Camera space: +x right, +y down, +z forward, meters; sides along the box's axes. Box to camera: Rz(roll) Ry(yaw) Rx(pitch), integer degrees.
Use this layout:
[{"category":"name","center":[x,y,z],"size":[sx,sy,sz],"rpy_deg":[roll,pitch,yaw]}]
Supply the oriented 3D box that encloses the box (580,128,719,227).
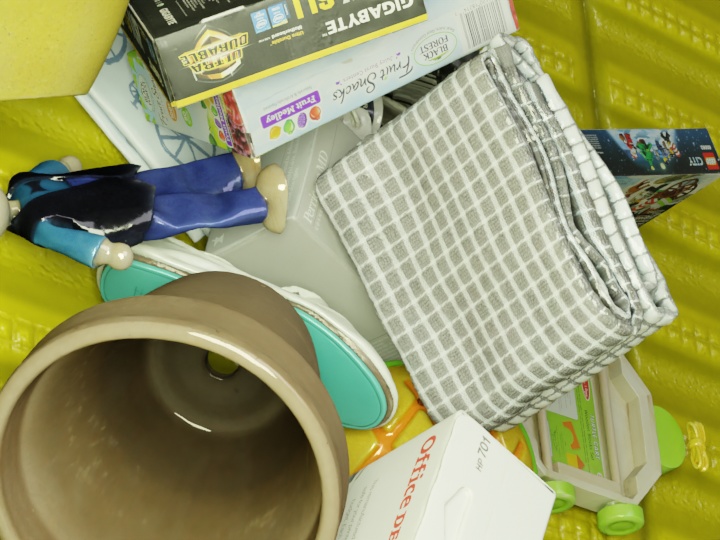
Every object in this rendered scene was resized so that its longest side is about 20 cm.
[{"category":"box","center":[0.140,-0.051,1.906],"size":[0.199,0.136,0.038],"rpy_deg":[-4,67,-47]}]

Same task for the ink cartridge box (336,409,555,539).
[{"category":"ink cartridge box","center":[0.002,0.188,1.558],"size":[0.086,0.200,0.147],"rpy_deg":[42,42,-19]}]

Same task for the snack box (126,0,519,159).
[{"category":"snack box","center":[-0.024,-0.140,1.691],"size":[0.199,0.142,0.053],"rpy_deg":[-27,113,-24]}]

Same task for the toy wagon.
[{"category":"toy wagon","center":[0.162,0.106,1.907],"size":[0.199,0.039,0.156],"rpy_deg":[21,52,-38]}]

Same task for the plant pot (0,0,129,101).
[{"category":"plant pot","center":[-0.211,-0.169,1.593],"size":[0.199,0.199,0.143],"rpy_deg":[-10,97,-49]}]

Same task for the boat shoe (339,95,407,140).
[{"category":"boat shoe","center":[-0.013,-0.096,1.802],"size":[0.199,0.066,0.072],"rpy_deg":[28,48,-36]}]

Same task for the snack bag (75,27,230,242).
[{"category":"snack bag","center":[-0.118,-0.137,1.781],"size":[0.189,0.021,0.200],"rpy_deg":[49,38,-13]}]

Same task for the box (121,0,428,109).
[{"category":"box","center":[-0.062,-0.168,1.649],"size":[0.200,0.159,0.050],"rpy_deg":[-127,-160,-66]}]

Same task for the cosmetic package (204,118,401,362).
[{"category":"cosmetic package","center":[0.000,0.000,1.752],"size":[0.200,0.090,0.107],"rpy_deg":[43,41,-33]}]

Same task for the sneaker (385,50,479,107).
[{"category":"sneaker","center":[0.045,-0.157,1.831],"size":[0.066,0.200,0.091],"rpy_deg":[15,85,-6]}]

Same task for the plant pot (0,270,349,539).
[{"category":"plant pot","center":[-0.096,0.086,1.557],"size":[0.200,0.200,0.175],"rpy_deg":[49,21,-11]}]

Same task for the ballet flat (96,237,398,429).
[{"category":"ballet flat","center":[-0.061,0.027,1.660],"size":[0.199,0.070,0.070],"rpy_deg":[25,43,3]}]

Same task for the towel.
[{"category":"towel","center":[0.075,-0.018,1.632],"size":[0.085,0.165,0.201],"rpy_deg":[-15,73,-45]}]

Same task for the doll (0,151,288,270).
[{"category":"doll","center":[-0.149,-0.040,1.624],"size":[0.199,0.049,0.136],"rpy_deg":[-8,29,-23]}]

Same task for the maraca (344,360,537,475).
[{"category":"maraca","center":[0.017,0.119,1.698],"size":[0.199,0.107,0.138],"rpy_deg":[14,70,-17]}]
